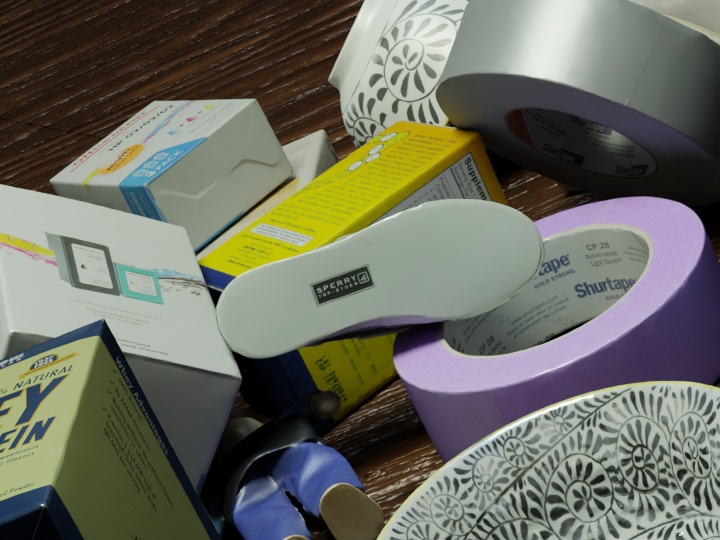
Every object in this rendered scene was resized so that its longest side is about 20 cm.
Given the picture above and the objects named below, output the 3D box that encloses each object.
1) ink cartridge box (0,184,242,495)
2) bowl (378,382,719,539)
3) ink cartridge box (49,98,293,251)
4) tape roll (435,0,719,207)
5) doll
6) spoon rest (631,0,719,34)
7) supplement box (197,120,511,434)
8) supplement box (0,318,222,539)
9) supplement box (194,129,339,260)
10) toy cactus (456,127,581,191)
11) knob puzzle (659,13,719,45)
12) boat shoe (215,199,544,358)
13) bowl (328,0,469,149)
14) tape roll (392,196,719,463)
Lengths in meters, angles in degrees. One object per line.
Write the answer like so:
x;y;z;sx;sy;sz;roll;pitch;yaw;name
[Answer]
-0.178;0.064;1.319;0.145;0.148;0.200;13;23;-21;ink cartridge box
0.108;0.147;0.968;0.199;0.095;0.201;-23;23;10;bowl
-0.155;-0.071;1.610;0.115;0.068;0.199;-40;23;-25;ink cartridge box
0.151;-0.110;1.361;0.199;0.200;0.067;3;69;51;tape roll
-0.054;0.130;1.267;0.137;0.048;0.200;-47;23;-2;doll
0.246;-0.185;1.440;0.200;0.060;0.100;41;99;37;spoon rest
0.000;0.000;1.416;0.199;0.109;0.109;-35;24;-20;supplement box
-0.160;0.171;1.098;0.133;0.201;0.200;-21;21;11;supplement box
-0.075;-0.015;1.580;0.125;0.074;0.200;-22;22;16;supplement box
0.159;-0.126;1.556;0.198;0.103;0.166;-10;36;14;toy cactus
0.198;-0.138;1.394;0.219;0.219;0.031;4;70;52;knob puzzle
0.011;0.004;1.270;0.198;0.071;0.064;-13;-1;3;boat shoe
0.035;-0.163;1.612;0.201;0.094;0.202;-90;26;-85;bowl
0.121;0.037;1.256;0.199;0.066;0.200;-22;23;10;tape roll
